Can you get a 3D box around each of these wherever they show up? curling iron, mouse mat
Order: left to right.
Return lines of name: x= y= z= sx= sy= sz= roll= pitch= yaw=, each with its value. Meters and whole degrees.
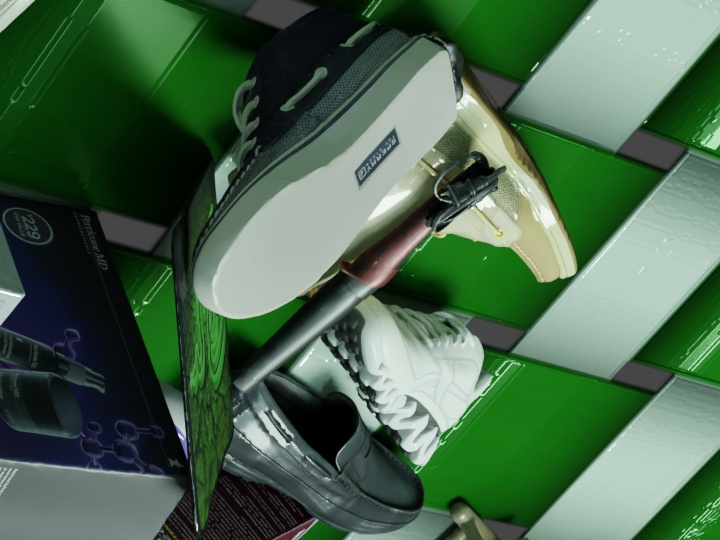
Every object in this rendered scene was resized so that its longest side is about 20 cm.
mouse mat: x=-0.081 y=0.035 z=1.226 sx=0.007 sy=0.200 sz=0.162 roll=-3 pitch=104 yaw=2
curling iron: x=0.000 y=0.000 z=1.283 sx=0.200 sy=0.026 sz=0.050 roll=-40 pitch=168 yaw=20

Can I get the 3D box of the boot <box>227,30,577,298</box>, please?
boot: x=0.028 y=-0.030 z=1.336 sx=0.155 sy=0.073 sz=0.200 roll=-32 pitch=138 yaw=7

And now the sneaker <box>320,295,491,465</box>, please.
sneaker: x=0.029 y=0.050 z=1.420 sx=0.081 sy=0.075 sz=0.200 roll=-37 pitch=157 yaw=-2

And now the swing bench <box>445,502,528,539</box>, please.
swing bench: x=0.125 y=0.297 z=1.641 sx=0.130 sy=0.199 sz=0.200 roll=-44 pitch=137 yaw=21

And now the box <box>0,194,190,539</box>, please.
box: x=-0.187 y=0.051 z=1.213 sx=0.141 sy=0.200 sz=0.079 roll=12 pitch=128 yaw=-37

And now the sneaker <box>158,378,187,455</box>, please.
sneaker: x=-0.185 y=0.141 z=1.305 sx=0.200 sy=0.147 sz=0.081 roll=-16 pitch=123 yaw=41

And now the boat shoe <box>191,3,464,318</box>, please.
boat shoe: x=-0.039 y=-0.059 z=1.201 sx=0.200 sy=0.093 sz=0.075 roll=-43 pitch=142 yaw=-30

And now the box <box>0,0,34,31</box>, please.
box: x=-0.201 y=-0.210 z=0.996 sx=0.128 sy=0.109 sz=0.200 roll=-40 pitch=138 yaw=17

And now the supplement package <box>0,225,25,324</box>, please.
supplement package: x=-0.268 y=-0.039 z=1.073 sx=0.155 sy=0.200 sz=0.111 roll=20 pitch=123 yaw=-41

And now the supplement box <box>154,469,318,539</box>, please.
supplement box: x=-0.114 y=0.181 z=1.427 sx=0.109 sy=0.061 sz=0.200 roll=-44 pitch=170 yaw=20

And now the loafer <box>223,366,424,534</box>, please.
loafer: x=-0.022 y=0.113 z=1.468 sx=0.070 sy=0.068 sz=0.200 roll=-35 pitch=137 yaw=26
